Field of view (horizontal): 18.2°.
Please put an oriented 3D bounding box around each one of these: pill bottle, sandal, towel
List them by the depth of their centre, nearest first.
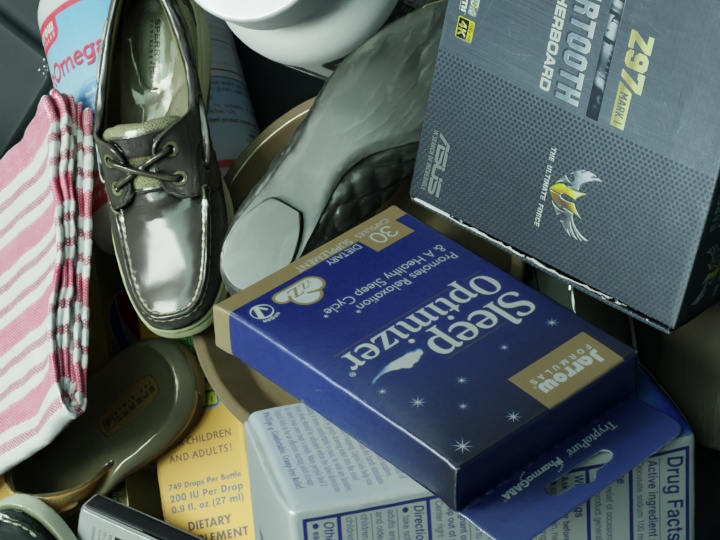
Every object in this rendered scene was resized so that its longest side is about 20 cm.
[{"bbox_3d":[-0.009,-0.159,1.195,0.115,0.200,0.116,-3,83,26],"label":"pill bottle"},{"bbox_3d":[-0.194,0.016,1.247,0.146,0.030,0.201,-37,47,47],"label":"towel"},{"bbox_3d":[-0.170,0.111,1.257,0.200,0.054,0.080,-44,68,17],"label":"sandal"},{"bbox_3d":[-0.125,-0.117,1.300,0.108,0.109,0.201,-23,74,23],"label":"pill bottle"}]

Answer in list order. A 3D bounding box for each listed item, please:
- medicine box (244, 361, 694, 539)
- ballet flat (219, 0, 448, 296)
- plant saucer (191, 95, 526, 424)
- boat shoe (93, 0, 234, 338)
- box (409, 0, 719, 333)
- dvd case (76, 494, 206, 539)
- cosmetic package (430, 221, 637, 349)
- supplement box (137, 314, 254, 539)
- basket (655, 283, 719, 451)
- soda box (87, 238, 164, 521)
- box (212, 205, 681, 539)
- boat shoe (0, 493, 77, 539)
[{"bbox_3d":[0.056,0.152,1.094,0.199,0.103,0.183,-10,116,-12],"label":"medicine box"},{"bbox_3d":[-0.001,-0.062,1.149,0.066,0.057,0.200,42,91,12],"label":"ballet flat"},{"bbox_3d":[0.000,0.000,1.171,0.199,0.029,0.201,-9,70,27],"label":"plant saucer"},{"bbox_3d":[-0.112,-0.065,1.194,0.073,0.065,0.201,-13,73,15],"label":"boat shoe"},{"bbox_3d":[0.113,-0.093,1.037,0.157,0.051,0.201,29,124,27],"label":"box"},{"bbox_3d":[-0.073,0.224,1.236,0.199,0.025,0.151,21,119,19],"label":"dvd case"},{"bbox_3d":[0.041,0.035,1.211,0.199,0.087,0.104,-12,75,26],"label":"cosmetic package"},{"bbox_3d":[-0.079,0.081,1.279,0.066,0.069,0.201,-14,77,25],"label":"supplement box"},{"bbox_3d":[0.219,-0.009,1.105,0.180,0.136,0.201,17,96,35],"label":"basket"},{"bbox_3d":[-0.157,0.070,1.321,0.068,0.064,0.201,-15,78,25],"label":"soda box"},{"bbox_3d":[0.041,0.044,1.049,0.200,0.121,0.032,33,138,36],"label":"box"},{"bbox_3d":[-0.151,0.218,1.218,0.074,0.066,0.200,-25,100,31],"label":"boat shoe"}]
